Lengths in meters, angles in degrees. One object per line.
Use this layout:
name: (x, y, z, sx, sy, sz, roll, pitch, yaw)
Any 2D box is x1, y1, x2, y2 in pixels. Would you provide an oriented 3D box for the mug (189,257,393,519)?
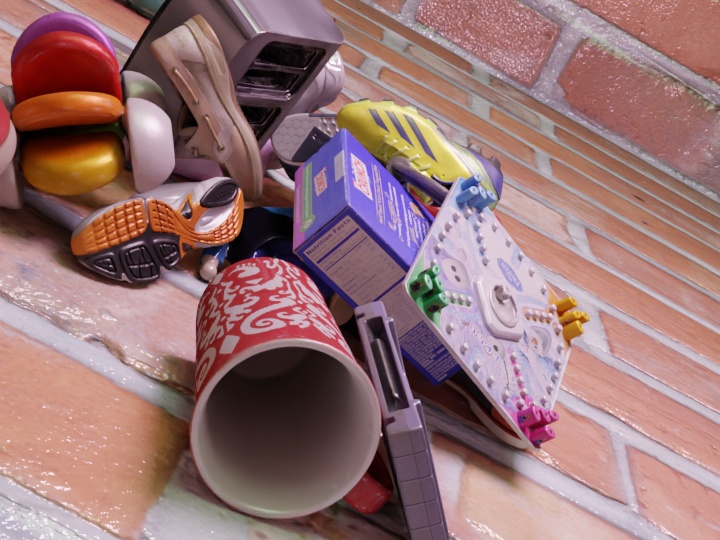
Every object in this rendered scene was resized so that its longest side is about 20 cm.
mug: (-0.062, 0.094, 0.969, 0.132, 0.180, 0.200, -16, 23, -4)

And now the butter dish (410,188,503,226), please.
butter dish: (0.096, -0.059, 1.519, 0.198, 0.149, 0.200, 33, 19, 13)

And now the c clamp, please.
c clamp: (0.062, -0.061, 1.342, 0.170, 0.027, 0.200, 40, -13, 12)

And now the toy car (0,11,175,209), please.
toy car: (-0.259, -0.150, 1.139, 0.172, 0.152, 0.200, -8, 25, -9)

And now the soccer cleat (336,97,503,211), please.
soccer cleat: (0.062, -0.116, 1.373, 0.198, 0.065, 0.085, 26, 59, -9)

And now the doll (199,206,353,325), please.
doll: (-0.094, -0.016, 1.237, 0.135, 0.049, 0.200, -24, 52, -28)

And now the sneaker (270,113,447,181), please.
sneaker: (0.001, -0.134, 1.481, 0.199, 0.078, 0.146, 5, -11, 0)

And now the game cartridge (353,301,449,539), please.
game cartridge: (0.033, 0.124, 0.994, 0.038, 0.131, 0.201, -17, 26, 0)

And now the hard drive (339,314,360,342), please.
hard drive: (0.000, 0.000, 1.350, 0.139, 0.033, 0.200, 32, 28, 9)

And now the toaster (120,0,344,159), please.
toaster: (-0.136, -0.217, 1.318, 0.119, 0.181, 0.199, 52, 28, 21)

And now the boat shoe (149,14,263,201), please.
boat shoe: (-0.144, -0.140, 1.203, 0.072, 0.064, 0.202, 47, -19, 44)

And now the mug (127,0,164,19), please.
mug: (-0.315, -0.457, 1.996, 0.183, 0.115, 0.152, 20, 21, -25)

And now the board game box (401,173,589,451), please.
board game box: (0.134, 0.032, 1.191, 0.201, 0.026, 0.201, 50, 36, -15)

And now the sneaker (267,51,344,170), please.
sneaker: (-0.102, -0.195, 1.530, 0.098, 0.201, 0.079, -4, 55, -34)

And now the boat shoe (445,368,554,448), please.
boat shoe: (0.116, 0.093, 1.284, 0.071, 0.063, 0.200, 9, 26, -43)

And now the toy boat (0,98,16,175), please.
toy boat: (-0.362, -0.138, 1.013, 0.200, 0.130, 0.131, 50, -11, 48)

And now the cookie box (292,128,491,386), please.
cookie box: (0.028, -0.015, 1.218, 0.200, 0.075, 0.172, 44, 20, -22)

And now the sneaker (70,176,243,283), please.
sneaker: (-0.198, -0.038, 1.172, 0.091, 0.077, 0.199, 5, 14, 35)

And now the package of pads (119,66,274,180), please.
package of pads: (-0.202, -0.160, 1.446, 0.198, 0.076, 0.121, 10, 27, -45)
